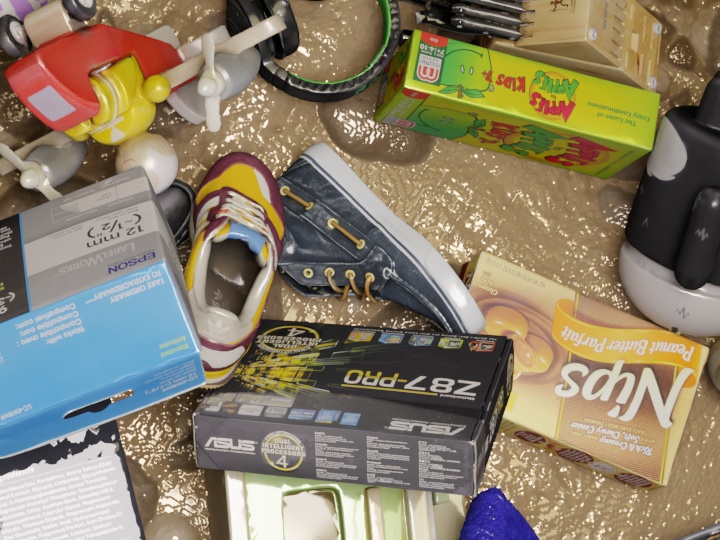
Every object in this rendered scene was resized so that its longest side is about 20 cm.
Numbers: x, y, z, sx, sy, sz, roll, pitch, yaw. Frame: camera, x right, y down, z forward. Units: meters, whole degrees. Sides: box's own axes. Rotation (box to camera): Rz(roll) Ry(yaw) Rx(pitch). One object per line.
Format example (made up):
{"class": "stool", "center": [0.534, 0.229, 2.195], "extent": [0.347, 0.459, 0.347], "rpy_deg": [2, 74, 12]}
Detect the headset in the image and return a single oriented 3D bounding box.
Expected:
{"class": "headset", "center": [-0.060, -0.217, 1.438], "extent": [0.199, 0.094, 0.124], "rpy_deg": [35, 74, 1]}

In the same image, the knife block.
{"class": "knife block", "center": [0.127, -0.192, 1.503], "extent": [0.199, 0.174, 0.065], "rpy_deg": [24, 71, -55]}

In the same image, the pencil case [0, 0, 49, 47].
{"class": "pencil case", "center": [-0.245, -0.257, 1.407], "extent": [0.083, 0.086, 0.201], "rpy_deg": [28, 76, -2]}

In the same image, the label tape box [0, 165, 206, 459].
{"class": "label tape box", "center": [-0.186, 0.023, 1.225], "extent": [0.142, 0.200, 0.067], "rpy_deg": [-20, 120, -1]}

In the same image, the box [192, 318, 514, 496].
{"class": "box", "center": [-0.001, 0.092, 1.323], "extent": [0.198, 0.161, 0.050], "rpy_deg": [5, 116, 13]}

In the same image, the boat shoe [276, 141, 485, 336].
{"class": "boat shoe", "center": [0.000, 0.000, 1.413], "extent": [0.091, 0.071, 0.200], "rpy_deg": [-42, 67, -10]}

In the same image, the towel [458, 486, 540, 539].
{"class": "towel", "center": [0.103, 0.274, 1.344], "extent": [0.148, 0.049, 0.201], "rpy_deg": [57, 37, -34]}

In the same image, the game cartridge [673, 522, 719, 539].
{"class": "game cartridge", "center": [0.320, 0.249, 1.452], "extent": [0.198, 0.042, 0.135], "rpy_deg": [-19, 100, -10]}

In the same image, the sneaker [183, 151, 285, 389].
{"class": "sneaker", "center": [-0.084, -0.018, 1.321], "extent": [0.074, 0.090, 0.202], "rpy_deg": [17, 51, -13]}

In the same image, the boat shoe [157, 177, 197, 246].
{"class": "boat shoe", "center": [-0.201, -0.009, 1.386], "extent": [0.199, 0.062, 0.075], "rpy_deg": [-33, 90, -15]}

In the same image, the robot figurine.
{"class": "robot figurine", "center": [0.273, -0.048, 1.441], "extent": [0.149, 0.125, 0.202], "rpy_deg": [2, 113, -36]}

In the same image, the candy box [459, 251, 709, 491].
{"class": "candy box", "center": [0.158, 0.079, 1.456], "extent": [0.198, 0.055, 0.116], "rpy_deg": [23, 75, -8]}

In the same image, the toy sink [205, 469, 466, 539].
{"class": "toy sink", "center": [-0.005, 0.186, 1.370], "extent": [0.198, 0.112, 0.132], "rpy_deg": [-3, 81, -14]}

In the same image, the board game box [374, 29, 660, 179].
{"class": "board game box", "center": [0.120, -0.126, 1.460], "extent": [0.198, 0.102, 0.048], "rpy_deg": [14, 77, -10]}

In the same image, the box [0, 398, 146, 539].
{"class": "box", "center": [-0.212, 0.172, 1.306], "extent": [0.103, 0.148, 0.202], "rpy_deg": [-13, 84, -15]}

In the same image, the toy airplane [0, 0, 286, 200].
{"class": "toy airplane", "center": [-0.161, -0.119, 1.347], "extent": [0.197, 0.200, 0.143], "rpy_deg": [-15, 78, -19]}

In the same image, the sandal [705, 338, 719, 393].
{"class": "sandal", "center": [0.350, 0.123, 1.471], "extent": [0.199, 0.080, 0.054], "rpy_deg": [37, 30, -14]}
